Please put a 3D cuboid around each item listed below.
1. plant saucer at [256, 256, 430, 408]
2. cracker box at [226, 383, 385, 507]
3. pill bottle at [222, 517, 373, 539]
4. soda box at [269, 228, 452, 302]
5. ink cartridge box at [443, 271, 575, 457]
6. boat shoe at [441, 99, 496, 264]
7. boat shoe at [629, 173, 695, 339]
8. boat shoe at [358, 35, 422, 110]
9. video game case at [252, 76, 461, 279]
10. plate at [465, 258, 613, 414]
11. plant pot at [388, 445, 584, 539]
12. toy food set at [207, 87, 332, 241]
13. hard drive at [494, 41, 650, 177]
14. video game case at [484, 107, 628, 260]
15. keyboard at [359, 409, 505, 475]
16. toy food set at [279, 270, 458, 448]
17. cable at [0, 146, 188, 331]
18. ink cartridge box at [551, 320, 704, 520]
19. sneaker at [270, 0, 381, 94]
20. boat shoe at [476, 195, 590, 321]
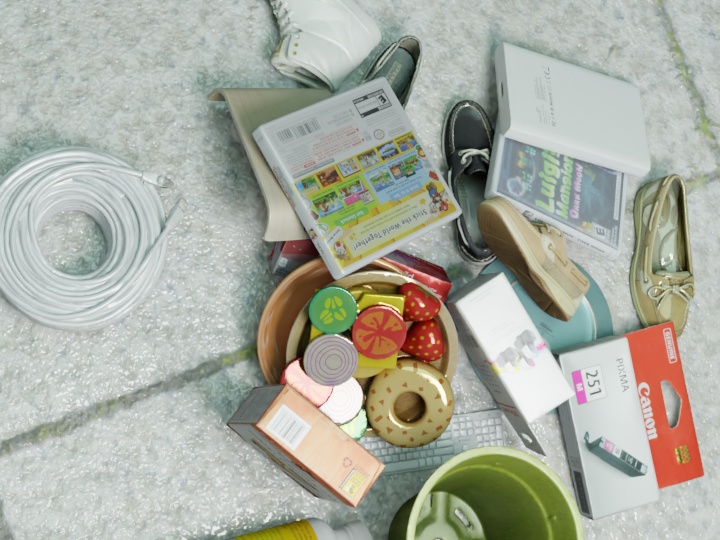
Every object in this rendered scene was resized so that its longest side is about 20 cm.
[{"bbox_3d":[-0.017,0.073,1.592,0.198,0.037,0.202,-2,108,-7],"label":"plant saucer"},{"bbox_3d":[-0.062,0.184,1.508,0.134,0.200,0.058,40,77,-7],"label":"cracker box"},{"bbox_3d":[-0.084,0.326,1.527,0.198,0.104,0.105,-12,84,-19],"label":"pill bottle"},{"bbox_3d":[0.000,0.000,1.623,0.198,0.063,0.071,22,104,-13],"label":"soda box"},{"bbox_3d":[0.174,0.105,1.619,0.067,0.115,0.201,-31,93,-6],"label":"ink cartridge box"},{"bbox_3d":[0.135,-0.109,1.693,0.073,0.060,0.202,-1,80,-1],"label":"boat shoe"},{"bbox_3d":[0.377,-0.015,1.754,0.072,0.063,0.203,6,78,-16],"label":"boat shoe"},{"bbox_3d":[0.015,-0.188,1.672,0.070,0.064,0.201,27,73,-11],"label":"boat shoe"},{"bbox_3d":[0.000,-0.106,1.570,0.199,0.023,0.183,-27,85,-40],"label":"video game case"},{"bbox_3d":[0.218,0.071,1.710,0.198,0.026,0.202,3,79,-18],"label":"plate"},{"bbox_3d":[0.113,0.296,1.549,0.198,0.190,0.202,3,80,-17],"label":"plant pot"},{"bbox_3d":[-0.078,-0.122,1.597,0.142,0.060,0.201,-4,59,-35],"label":"toy food set"},{"bbox_3d":[0.257,-0.195,1.731,0.198,0.026,0.133,14,55,-23],"label":"hard drive"},{"bbox_3d":[0.241,-0.129,1.712,0.180,0.023,0.201,24,53,-15],"label":"video game case"},{"bbox_3d":[0.075,0.201,1.649,0.198,0.011,0.057,-6,82,-18],"label":"keyboard"},{"bbox_3d":[0.012,0.098,1.559,0.196,0.049,0.202,4,108,-8],"label":"toy food set"},{"bbox_3d":[-0.308,-0.035,1.542,0.199,0.069,0.202,25,75,-11],"label":"cable"},{"bbox_3d":[0.324,0.176,1.696,0.172,0.044,0.202,-13,93,-15],"label":"ink cartridge box"},{"bbox_3d":[-0.080,-0.295,1.657,0.200,0.074,0.116,40,68,-8],"label":"sneaker"},{"bbox_3d":[0.200,-0.025,1.642,0.065,0.071,0.200,-50,129,-13],"label":"boat shoe"}]
